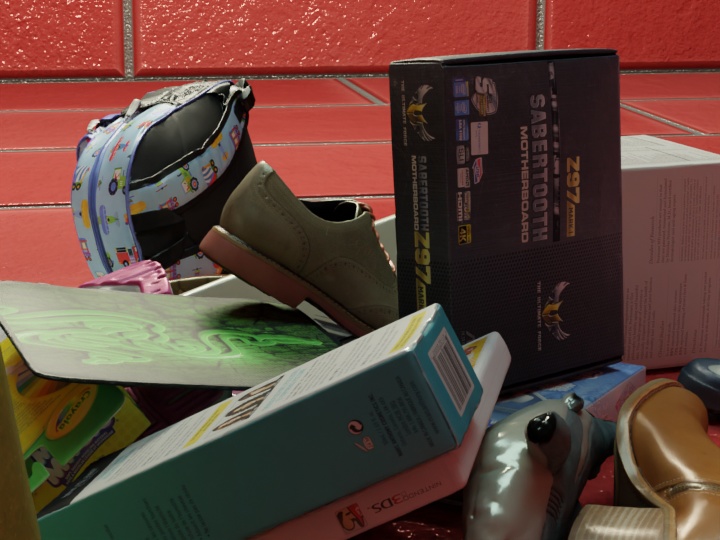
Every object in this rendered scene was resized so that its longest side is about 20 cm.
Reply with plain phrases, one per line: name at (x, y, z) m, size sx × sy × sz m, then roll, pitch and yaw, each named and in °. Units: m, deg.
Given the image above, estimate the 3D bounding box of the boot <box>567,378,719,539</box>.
boot at (0.198, 0.117, 0.770) m, size 0.154 × 0.077 × 0.200 m, roll 4°, pitch 16°, yaw 21°

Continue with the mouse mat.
mouse mat at (-0.097, 0.036, 0.844) m, size 0.199 × 0.008 × 0.161 m, roll 4°, pitch 15°, yaw -27°

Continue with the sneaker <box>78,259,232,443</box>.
sneaker at (-0.118, 0.071, 0.937) m, size 0.081 × 0.089 × 0.200 m, roll -21°, pitch 29°, yaw -8°

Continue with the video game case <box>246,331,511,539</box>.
video game case at (-0.017, 0.101, 0.786) m, size 0.181 × 0.023 × 0.200 m, roll -26°, pitch 6°, yaw 16°

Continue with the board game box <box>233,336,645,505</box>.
board game box at (0.051, 0.086, 0.973) m, size 0.199 × 0.044 × 0.199 m, roll 8°, pitch 14°, yaw 29°

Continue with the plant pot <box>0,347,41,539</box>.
plant pot at (-0.198, 0.103, 0.583) m, size 0.199 × 0.191 × 0.200 m, roll 0°, pitch 14°, yaw 0°

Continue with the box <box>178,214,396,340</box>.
box at (-0.037, 0.020, 1.065) m, size 0.199 × 0.069 × 0.082 m, roll -22°, pitch 0°, yaw -25°

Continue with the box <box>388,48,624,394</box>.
box at (0.093, -0.031, 0.940) m, size 0.157 × 0.201 × 0.051 m, roll -9°, pitch 12°, yaw -42°

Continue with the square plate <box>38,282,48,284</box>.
square plate at (-0.251, 0.052, 1.140) m, size 0.199 × 0.029 × 0.198 m, roll 12°, pitch 17°, yaw 39°

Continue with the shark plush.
shark plush at (0.094, 0.114, 0.810) m, size 0.090 × 0.084 × 0.200 m, roll -25°, pitch -3°, yaw 21°

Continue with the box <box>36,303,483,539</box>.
box at (-0.046, 0.085, 0.707) m, size 0.199 × 0.049 × 0.082 m, roll -26°, pitch 6°, yaw 16°

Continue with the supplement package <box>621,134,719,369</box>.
supplement package at (0.157, -0.014, 1.159) m, size 0.199 × 0.153 × 0.151 m, roll -4°, pitch 14°, yaw -19°

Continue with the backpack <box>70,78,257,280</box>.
backpack at (-0.164, -0.048, 1.263) m, size 0.134 × 0.184 × 0.200 m, roll -3°, pitch 21°, yaw 25°

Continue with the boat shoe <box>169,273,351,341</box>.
boat shoe at (-0.077, 0.037, 1.133) m, size 0.199 × 0.073 × 0.067 m, roll 0°, pitch 7°, yaw -25°

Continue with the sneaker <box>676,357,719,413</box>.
sneaker at (0.308, 0.058, 1.014) m, size 0.199 × 0.083 × 0.070 m, roll 3°, pitch 14°, yaw 11°

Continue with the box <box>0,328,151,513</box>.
box at (-0.188, 0.086, 0.837) m, size 0.117 × 0.048 × 0.200 m, roll -44°, pitch 25°, yaw -11°

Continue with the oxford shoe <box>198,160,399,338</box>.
oxford shoe at (0.000, 0.000, 0.948) m, size 0.199 × 0.075 × 0.070 m, roll 27°, pitch 2°, yaw -37°
